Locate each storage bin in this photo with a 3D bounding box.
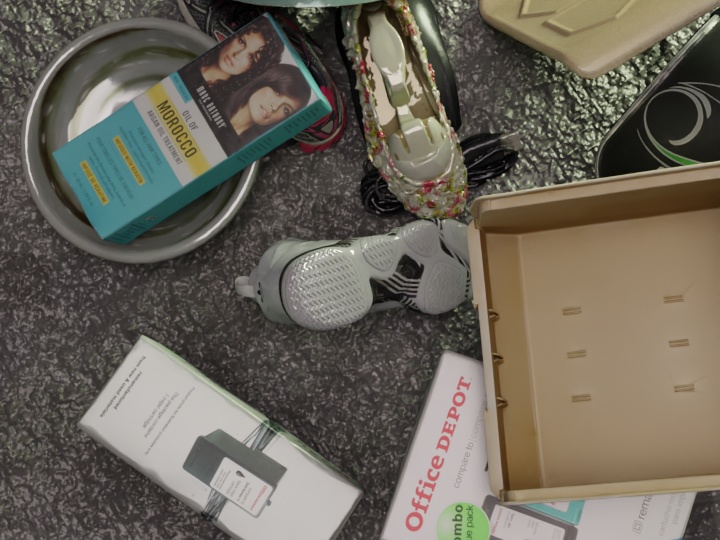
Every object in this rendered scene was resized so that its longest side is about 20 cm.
[{"bbox_3d":[0.174,0.046,0.834,0.198,0.094,0.200,-7,79,14],"label":"storage bin"}]

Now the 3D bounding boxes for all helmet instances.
[{"bbox_3d":[0.291,-0.077,0.958,0.191,0.200,0.200,42,85,7],"label":"helmet"}]

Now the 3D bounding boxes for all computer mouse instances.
[{"bbox_3d":[0.040,-0.157,1.046,0.138,0.053,0.200,-19,82,0],"label":"computer mouse"}]

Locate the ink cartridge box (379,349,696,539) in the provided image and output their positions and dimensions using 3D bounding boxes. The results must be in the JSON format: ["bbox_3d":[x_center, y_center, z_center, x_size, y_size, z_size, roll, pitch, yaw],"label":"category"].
[{"bbox_3d":[0.130,0.164,0.951,0.200,0.146,0.147,19,82,5],"label":"ink cartridge box"}]

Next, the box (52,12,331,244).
[{"bbox_3d":[-0.129,-0.107,0.981,0.200,0.049,0.082,-32,82,6],"label":"box"}]

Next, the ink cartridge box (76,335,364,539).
[{"bbox_3d":[-0.097,0.143,0.962,0.200,0.147,0.083,35,83,5],"label":"ink cartridge box"}]

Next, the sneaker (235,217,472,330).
[{"bbox_3d":[0.000,0.000,1.012,0.200,0.115,0.075,-11,99,-36],"label":"sneaker"}]

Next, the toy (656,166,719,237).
[{"bbox_3d":[0.189,0.025,0.950,0.115,0.200,0.047,50,51,4],"label":"toy"}]

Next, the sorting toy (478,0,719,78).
[{"bbox_3d":[0.208,-0.222,1.003,0.185,0.200,0.037,-31,121,-3],"label":"sorting toy"}]

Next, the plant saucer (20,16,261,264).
[{"bbox_3d":[-0.174,-0.103,1.040,0.200,0.050,0.200,-1,86,8],"label":"plant saucer"}]

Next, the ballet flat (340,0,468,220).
[{"bbox_3d":[0.031,-0.128,0.995,0.076,0.064,0.200,-22,95,1],"label":"ballet flat"}]

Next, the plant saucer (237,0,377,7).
[{"bbox_3d":[-0.041,-0.257,0.999,0.201,0.201,0.039,0,122,2],"label":"plant saucer"}]

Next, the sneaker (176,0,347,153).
[{"bbox_3d":[-0.079,-0.191,1.043,0.081,0.075,0.200,-40,82,-4],"label":"sneaker"}]
